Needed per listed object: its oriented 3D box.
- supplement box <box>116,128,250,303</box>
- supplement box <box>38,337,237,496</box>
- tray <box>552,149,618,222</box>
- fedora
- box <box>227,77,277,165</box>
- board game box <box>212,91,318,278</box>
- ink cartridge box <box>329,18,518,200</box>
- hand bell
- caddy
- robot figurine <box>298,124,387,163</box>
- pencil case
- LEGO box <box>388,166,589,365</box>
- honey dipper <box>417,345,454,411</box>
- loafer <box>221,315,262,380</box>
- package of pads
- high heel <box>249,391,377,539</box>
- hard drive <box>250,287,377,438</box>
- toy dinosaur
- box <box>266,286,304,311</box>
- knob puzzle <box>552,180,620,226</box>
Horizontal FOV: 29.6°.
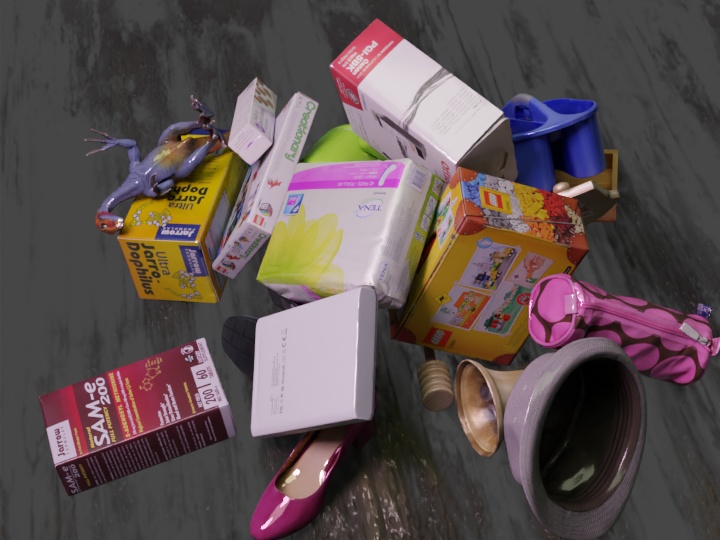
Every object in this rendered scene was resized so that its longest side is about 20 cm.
[{"bbox_3d":[-0.211,-0.071,1.700,0.108,0.110,0.201,2,47,14],"label":"supplement box"},{"bbox_3d":[-0.248,0.162,1.518,0.198,0.061,0.109,-20,47,-8],"label":"supplement box"},{"bbox_3d":[0.223,-0.107,1.712,0.197,0.037,0.099,1,47,12],"label":"tray"},{"bbox_3d":[0.205,0.163,1.380,0.175,0.203,0.090,10,-1,-36],"label":"fedora"},{"bbox_3d":[-0.131,-0.186,1.677,0.041,0.039,0.200,-45,17,15],"label":"box"},{"bbox_3d":[-0.114,-0.102,1.631,0.034,0.126,0.202,26,58,-14],"label":"board game box"},{"bbox_3d":[0.072,-0.165,1.522,0.083,0.147,0.200,-44,64,-11],"label":"ink cartridge box"},{"bbox_3d":[0.211,0.126,1.472,0.198,0.105,0.105,-12,44,-20],"label":"hand bell"},{"bbox_3d":[0.206,-0.159,1.618,0.140,0.106,0.200,-19,13,-13],"label":"caddy"},{"bbox_3d":[-0.024,-0.106,1.682,0.175,0.116,0.200,-29,14,34],"label":"robot figurine"},{"bbox_3d":[0.279,0.061,1.437,0.198,0.093,0.092,14,85,-22],"label":"pencil case"},{"bbox_3d":[0.134,0.001,1.478,0.147,0.201,0.078,14,43,-17],"label":"LEGO box"},{"bbox_3d":[0.076,0.077,1.565,0.037,0.038,0.201,-9,41,1],"label":"honey dipper"},{"bbox_3d":[-0.074,0.098,1.557,0.198,0.074,0.072,20,15,34],"label":"loafer"},{"bbox_3d":[-0.016,-0.038,1.479,0.199,0.068,0.156,1,67,47],"label":"package of pads"},{"bbox_3d":[-0.054,0.191,1.430,0.067,0.097,0.200,22,53,28],"label":"high heel"},{"bbox_3d":[-0.051,0.101,1.430,0.026,0.199,0.134,12,72,-33],"label":"hard drive"},{"bbox_3d":[-0.235,-0.111,1.633,0.181,0.199,0.105,-45,60,16],"label":"toy dinosaur"},{"bbox_3d":[0.000,0.000,1.610,0.198,0.036,0.143,-28,21,-14],"label":"box"},{"bbox_3d":[0.204,-0.061,1.575,0.217,0.220,0.031,-17,77,-6],"label":"knob puzzle"}]
